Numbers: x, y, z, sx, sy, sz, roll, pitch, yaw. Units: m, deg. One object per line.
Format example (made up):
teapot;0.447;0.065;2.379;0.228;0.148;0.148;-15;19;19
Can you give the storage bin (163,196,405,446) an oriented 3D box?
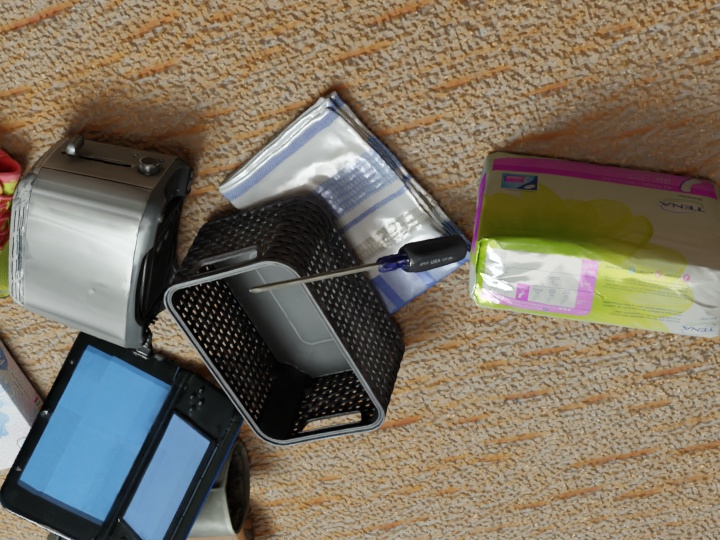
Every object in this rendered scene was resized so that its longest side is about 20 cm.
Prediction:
storage bin;-0.062;0.048;1.025;0.135;0.094;0.200;-14;124;26

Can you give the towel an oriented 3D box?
towel;-0.012;-0.045;1.013;0.147;0.024;0.200;-34;111;28

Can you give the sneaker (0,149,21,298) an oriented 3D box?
sneaker;-0.338;-0.062;1.030;0.090;0.078;0.200;-11;122;9

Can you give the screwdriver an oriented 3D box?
screwdriver;0.000;0.000;0.946;0.199;0.028;0.029;-14;157;-23

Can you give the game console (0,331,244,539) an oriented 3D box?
game console;-0.226;0.176;1.087;0.118;0.171;0.200;28;86;-34

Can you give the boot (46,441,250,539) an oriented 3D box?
boot;-0.213;0.265;1.172;0.199;0.182;0.073;-3;156;13

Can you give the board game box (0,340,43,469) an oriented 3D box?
board game box;-0.440;0.128;1.189;0.199;0.043;0.199;-17;118;20

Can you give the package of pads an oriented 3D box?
package of pads;0.188;-0.023;0.911;0.199;0.155;0.068;7;124;5

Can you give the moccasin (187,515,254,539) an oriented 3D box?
moccasin;-0.209;0.306;1.240;0.201;0.074;0.078;-6;84;6

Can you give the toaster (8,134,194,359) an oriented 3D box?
toaster;-0.228;-0.022;1.015;0.129;0.114;0.200;17;126;4
